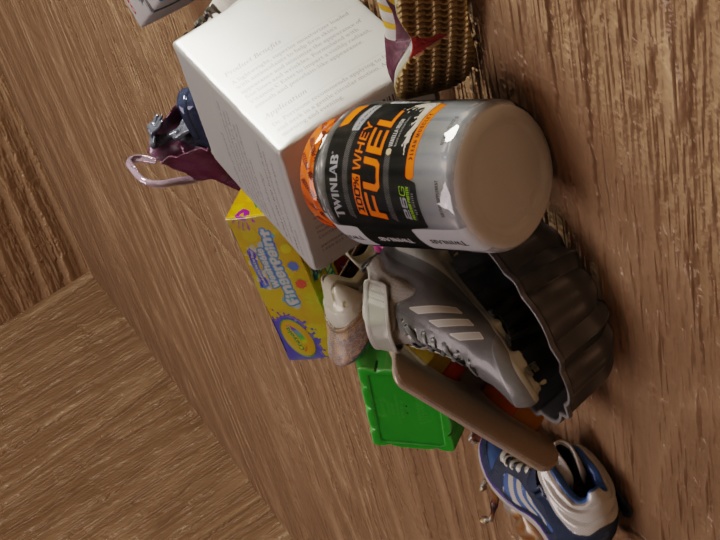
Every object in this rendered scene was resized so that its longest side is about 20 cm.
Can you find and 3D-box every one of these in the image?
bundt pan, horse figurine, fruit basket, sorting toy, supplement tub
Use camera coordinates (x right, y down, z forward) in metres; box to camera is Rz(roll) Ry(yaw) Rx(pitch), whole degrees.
[{"bbox_3d":[0.149,0.028,1.555,0.202,0.076,0.202,52,165,20],"label":"bundt pan"},{"bbox_3d":[0.176,0.269,2.001,0.201,0.050,0.133,59,151,31],"label":"horse figurine"},{"bbox_3d":[0.054,0.065,1.914,0.216,0.154,0.217,4,-90,-79],"label":"fruit basket"},{"bbox_3d":[0.094,0.090,1.659,0.185,0.037,0.200,32,-166,-18],"label":"sorting toy"},{"bbox_3d":[0.049,-0.079,1.472,0.199,0.122,0.123,3,127,47],"label":"supplement tub"}]

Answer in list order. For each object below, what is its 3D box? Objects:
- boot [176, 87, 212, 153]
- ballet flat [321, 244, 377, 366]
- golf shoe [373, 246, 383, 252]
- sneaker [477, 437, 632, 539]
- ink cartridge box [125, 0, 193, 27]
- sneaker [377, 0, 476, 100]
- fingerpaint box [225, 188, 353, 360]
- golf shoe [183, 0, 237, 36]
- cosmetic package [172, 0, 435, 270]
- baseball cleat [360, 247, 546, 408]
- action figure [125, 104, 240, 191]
[{"bbox_3d":[-0.127,-0.147,2.029,0.090,0.073,0.200,-4,141,26],"label":"boot"},{"bbox_3d":[0.000,0.000,1.783,0.067,0.201,0.068,17,-167,-41],"label":"ballet flat"},{"bbox_3d":[0.090,0.022,1.721,0.201,0.091,0.075,55,165,5],"label":"golf shoe"},{"bbox_3d":[0.188,0.193,1.789,0.200,0.080,0.147,52,157,37],"label":"sneaker"},{"bbox_3d":[-0.236,-0.372,2.023,0.147,0.086,0.200,59,164,-4],"label":"ink cartridge box"},{"bbox_3d":[0.048,-0.215,1.436,0.200,0.074,0.091,90,164,-66],"label":"sneaker"},{"bbox_3d":[-0.057,-0.031,1.963,0.073,0.167,0.201,-6,126,24],"label":"fingerpaint box"},{"bbox_3d":[-0.147,-0.257,1.942,0.078,0.094,0.200,53,164,23],"label":"golf shoe"},{"bbox_3d":[-0.043,-0.146,1.669,0.200,0.164,0.166,48,163,39],"label":"cosmetic package"},{"bbox_3d":[0.069,0.057,1.520,0.200,0.106,0.070,55,180,33],"label":"baseball cleat"},{"bbox_3d":[-0.154,-0.120,2.138,0.199,0.149,0.134,28,-162,-40],"label":"action figure"}]
